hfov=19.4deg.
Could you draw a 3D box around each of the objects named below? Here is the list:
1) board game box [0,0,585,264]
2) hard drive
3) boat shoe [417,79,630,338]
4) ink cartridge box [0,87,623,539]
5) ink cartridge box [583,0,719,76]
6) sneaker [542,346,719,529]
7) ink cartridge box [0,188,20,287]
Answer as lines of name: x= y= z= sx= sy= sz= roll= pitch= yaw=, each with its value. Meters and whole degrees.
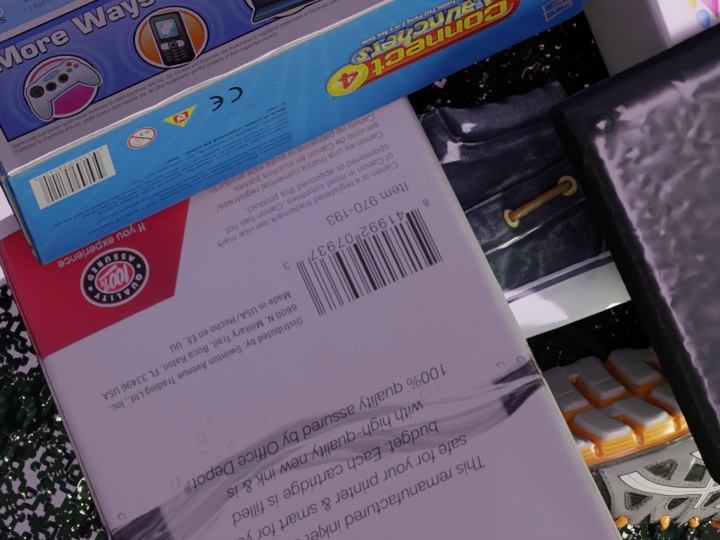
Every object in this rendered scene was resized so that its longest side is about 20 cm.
board game box: x=-0.058 y=-0.130 z=0.690 sx=0.200 sy=0.056 sz=0.196 roll=-25 pitch=62 yaw=-9
hard drive: x=0.178 y=-0.033 z=0.690 sx=0.200 sy=0.033 sz=0.140 roll=-26 pitch=100 yaw=-7
boat shoe: x=0.000 y=0.000 z=0.784 sx=0.200 sy=0.071 sz=0.091 roll=-21 pitch=91 yaw=-11
ink cartridge box: x=-0.011 y=0.057 z=0.688 sx=0.145 sy=0.083 sz=0.200 roll=-24 pitch=72 yaw=-1
ink cartridge box: x=0.167 y=-0.084 z=0.744 sx=0.145 sy=0.084 sz=0.200 roll=-24 pitch=99 yaw=-7
sneaker: x=0.131 y=0.068 z=0.805 sx=0.200 sy=0.078 sz=0.077 roll=-16 pitch=110 yaw=-4
ink cartridge box: x=-0.125 y=-0.057 z=0.753 sx=0.200 sy=0.068 sz=0.116 roll=-23 pitch=96 yaw=-7
